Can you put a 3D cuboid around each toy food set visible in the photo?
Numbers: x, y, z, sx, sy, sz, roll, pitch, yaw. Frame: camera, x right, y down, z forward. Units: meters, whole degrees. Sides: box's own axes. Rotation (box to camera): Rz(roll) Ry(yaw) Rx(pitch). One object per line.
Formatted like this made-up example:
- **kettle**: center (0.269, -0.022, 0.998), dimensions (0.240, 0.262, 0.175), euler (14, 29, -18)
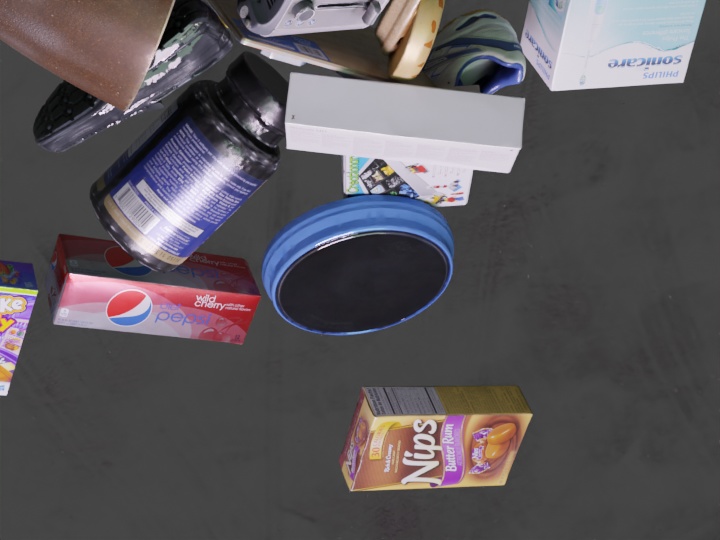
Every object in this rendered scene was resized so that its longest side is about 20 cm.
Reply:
- **toy food set**: center (0.070, -0.269, 1.366), dimensions (0.048, 0.200, 0.198), euler (26, 118, -5)

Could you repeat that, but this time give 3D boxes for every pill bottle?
- **pill bottle**: center (-0.145, -0.102, 1.466), dimensions (0.200, 0.112, 0.112), euler (-42, 130, 15)

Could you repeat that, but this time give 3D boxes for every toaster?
- **toaster**: center (-0.046, -0.285, 1.324), dimensions (0.129, 0.201, 0.114), euler (-2, 146, -33)

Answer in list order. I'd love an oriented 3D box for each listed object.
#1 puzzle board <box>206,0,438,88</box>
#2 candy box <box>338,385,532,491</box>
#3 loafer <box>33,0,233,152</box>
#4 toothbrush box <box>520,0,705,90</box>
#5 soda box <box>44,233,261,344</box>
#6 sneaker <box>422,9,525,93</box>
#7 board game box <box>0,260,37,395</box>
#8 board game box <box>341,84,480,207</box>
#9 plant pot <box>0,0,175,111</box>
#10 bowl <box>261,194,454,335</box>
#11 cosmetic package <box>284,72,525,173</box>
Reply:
- **puzzle board**: center (-0.039, -0.201, 1.402), dimensions (0.199, 0.151, 0.017), euler (12, 115, -29)
- **candy box**: center (0.085, 0.192, 1.830), dimensions (0.199, 0.057, 0.117), euler (1, 127, -21)
- **loafer**: center (-0.202, -0.164, 1.423), dimensions (0.200, 0.068, 0.070), euler (-34, 138, 11)
- **toothbrush box**: center (0.246, -0.276, 1.496), dimensions (0.146, 0.085, 0.201), euler (-6, 128, -18)
- **soda box**: center (-0.204, 0.019, 1.568), dimensions (0.199, 0.070, 0.064), euler (7, 123, -26)
- **sneaker**: center (0.063, -0.169, 1.510), dimensions (0.200, 0.088, 0.075), euler (-33, 133, 9)
- **board game box**: center (-0.423, 0.048, 1.523), dimensions (0.199, 0.045, 0.135), euler (7, 124, -25)
- **board game box**: center (0.045, -0.111, 1.508), dimensions (0.126, 0.035, 0.200), euler (-4, 159, -2)
- **plant pot**: center (-0.252, -0.250, 1.278), dimensions (0.199, 0.187, 0.187), euler (19, 119, -16)
- **bowl**: center (0.000, 0.000, 1.615), dimensions (0.200, 0.040, 0.201), euler (-9, 146, -6)
- **cosmetic package**: center (0.036, -0.127, 1.367), dimensions (0.199, 0.051, 0.083), euler (6, 171, -1)
